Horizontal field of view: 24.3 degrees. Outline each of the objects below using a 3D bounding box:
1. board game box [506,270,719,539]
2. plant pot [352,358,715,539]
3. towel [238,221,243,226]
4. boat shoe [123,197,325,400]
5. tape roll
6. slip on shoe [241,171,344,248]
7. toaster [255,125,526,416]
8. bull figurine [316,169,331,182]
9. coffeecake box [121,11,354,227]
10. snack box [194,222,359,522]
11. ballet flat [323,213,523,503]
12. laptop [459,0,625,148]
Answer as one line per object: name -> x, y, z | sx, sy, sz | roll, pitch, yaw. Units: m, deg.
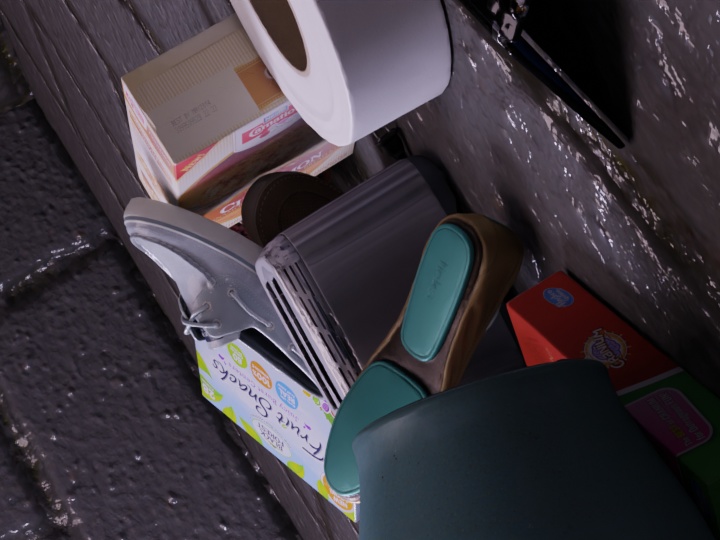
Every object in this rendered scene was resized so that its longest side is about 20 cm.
board game box -> 0.162, 0.108, 0.909 | 0.200, 0.040, 0.154 | 45, 160, 55
plant pot -> 0.084, 0.151, 0.810 | 0.200, 0.199, 0.189 | 102, 153, -73
towel -> -0.064, -0.027, 1.441 | 0.200, 0.023, 0.152 | 49, -170, 8
boat shoe -> -0.086, 0.024, 1.160 | 0.200, 0.072, 0.070 | 34, 162, -19
tape roll -> -0.027, -0.177, 0.983 | 0.203, 0.071, 0.203 | 58, 169, 18
slip on shoe -> 0.000, 0.000, 1.198 | 0.200, 0.076, 0.060 | 46, 161, -28
toaster -> 0.017, 0.017, 1.106 | 0.201, 0.129, 0.114 | 62, 168, -2
bull figurine -> -0.086, -0.097, 1.353 | 0.121, 0.065, 0.200 | 40, -173, -18
coffeecake box -> -0.079, -0.106, 1.168 | 0.073, 0.153, 0.200 | 57, 168, 11
snack box -> -0.052, 0.082, 1.359 | 0.200, 0.068, 0.169 | 37, 146, 33
ballet flat -> 0.044, 0.058, 1.013 | 0.069, 0.063, 0.201 | 43, 117, 35
laptop -> 0.063, -0.176, 0.737 | 0.177, 0.103, 0.201 | 52, 140, 36
